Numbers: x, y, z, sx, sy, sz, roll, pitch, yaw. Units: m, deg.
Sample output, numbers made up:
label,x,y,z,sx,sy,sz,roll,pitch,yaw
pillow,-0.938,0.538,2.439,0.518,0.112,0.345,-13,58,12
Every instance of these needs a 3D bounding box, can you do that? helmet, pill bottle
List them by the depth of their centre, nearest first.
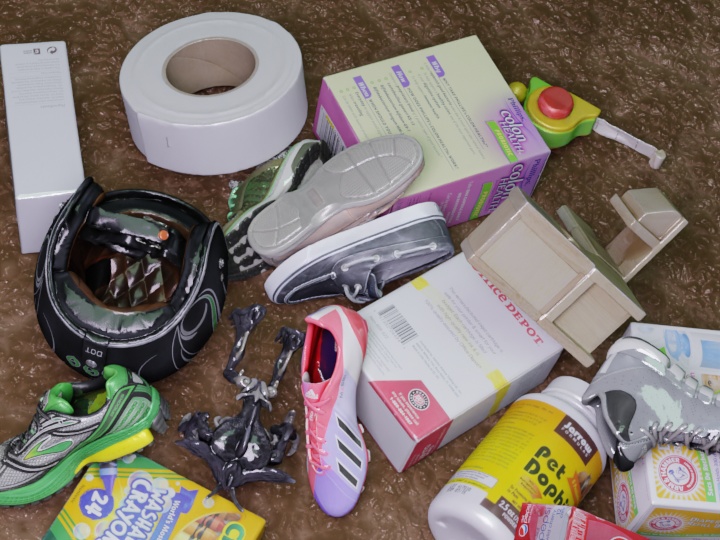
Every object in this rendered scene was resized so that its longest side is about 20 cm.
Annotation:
label,x,y,z,sx,sy,sz,roll,pitch,yaw
pill bottle,0.160,0.194,1.291,0.109,0.109,0.200,37,58,13
helmet,-0.217,0.010,1.292,0.198,0.191,0.202,1,79,-5

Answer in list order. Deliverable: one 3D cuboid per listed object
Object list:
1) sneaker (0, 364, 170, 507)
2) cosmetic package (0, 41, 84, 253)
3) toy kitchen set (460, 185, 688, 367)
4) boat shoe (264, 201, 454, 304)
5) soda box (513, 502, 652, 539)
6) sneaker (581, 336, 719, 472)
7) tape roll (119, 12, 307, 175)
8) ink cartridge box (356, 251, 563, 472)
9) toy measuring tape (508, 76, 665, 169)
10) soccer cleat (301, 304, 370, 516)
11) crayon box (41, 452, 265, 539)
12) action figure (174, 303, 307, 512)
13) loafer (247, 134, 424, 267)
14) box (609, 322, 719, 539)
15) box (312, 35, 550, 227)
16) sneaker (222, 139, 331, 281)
label,x,y,z,sx,sy,sz,roll,pitch,yaw
sneaker,-0.276,0.142,1.223,0.199,0.085,0.078,-28,36,6
cosmetic package,-0.330,-0.130,1.413,0.071,0.102,0.201,-6,58,-14
toy kitchen set,0.205,-0.053,1.348,0.180,0.163,0.200,40,15,-23
boat shoe,0.000,0.000,1.384,0.199,0.072,0.068,-22,68,3
soda box,0.229,0.269,1.222,0.199,0.070,0.064,27,69,-30
sneaker,0.290,0.157,1.248,0.199,0.075,0.116,33,62,23
tape roll,-0.159,-0.195,1.474,0.201,0.071,0.203,-2,46,2
ink cartridge box,0.082,0.085,1.363,0.199,0.084,0.145,-28,67,-26
toy measuring tape,0.251,-0.157,1.565,0.199,0.074,0.074,31,57,10
soccer cleat,-0.031,0.132,1.269,0.066,0.202,0.076,7,5,33
crayon box,-0.174,0.254,1.222,0.199,0.052,0.126,26,56,6
action figure,-0.108,0.140,1.282,0.118,0.102,0.201,18,60,-5
loafer,-0.021,-0.069,1.389,0.199,0.063,0.072,-30,60,2
box,0.312,0.166,1.344,0.112,0.102,0.201,5,56,-8
box,0.075,-0.144,1.504,0.199,0.097,0.177,-19,63,-21
sneaker,-0.112,-0.066,1.449,0.088,0.077,0.200,13,51,37
